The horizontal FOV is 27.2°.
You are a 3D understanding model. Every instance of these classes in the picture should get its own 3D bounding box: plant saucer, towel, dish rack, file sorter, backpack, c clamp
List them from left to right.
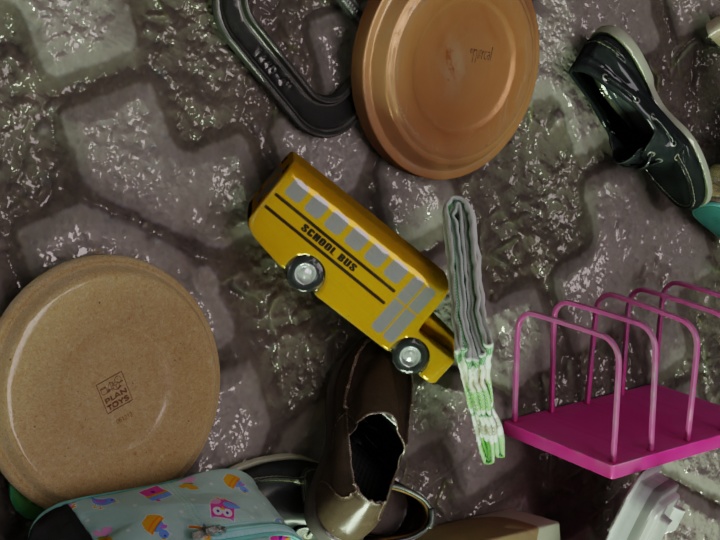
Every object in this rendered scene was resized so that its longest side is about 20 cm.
[{"bbox_3d":[-0.130,0.240,1.061,0.200,0.153,0.176,-16,127,-41],"label":"backpack"},{"bbox_3d":[-0.027,-0.203,1.212,0.200,0.027,0.171,43,73,-31],"label":"c clamp"},{"bbox_3d":[0.080,-0.175,1.258,0.200,0.032,0.201,-14,112,-36],"label":"plant saucer"},{"bbox_3d":[0.096,0.051,1.204,0.200,0.031,0.149,71,14,-57],"label":"towel"},{"bbox_3d":[0.231,0.271,1.324,0.200,0.043,0.172,-64,162,6],"label":"dish rack"},{"bbox_3d":[0.250,0.089,1.338,0.200,0.139,0.126,-9,107,-35],"label":"file sorter"}]

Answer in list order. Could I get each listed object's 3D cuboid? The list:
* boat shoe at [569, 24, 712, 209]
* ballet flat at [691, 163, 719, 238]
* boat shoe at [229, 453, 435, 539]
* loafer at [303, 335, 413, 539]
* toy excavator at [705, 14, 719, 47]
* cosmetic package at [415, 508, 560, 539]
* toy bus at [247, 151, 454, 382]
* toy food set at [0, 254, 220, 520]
[{"bbox_3d":[0.257,-0.128,1.388,0.066,0.074,0.200,-42,114,-25],"label":"boat shoe"},{"bbox_3d":[0.402,-0.036,1.505,0.200,0.071,0.071,41,69,-30],"label":"ballet flat"},{"bbox_3d":[-0.031,0.190,1.195,0.200,0.068,0.072,9,91,-34],"label":"boat shoe"},{"bbox_3d":[0.014,0.129,1.183,0.073,0.071,0.200,30,46,-21],"label":"loafer"},{"bbox_3d":[0.415,-0.142,1.454,0.200,0.100,0.195,46,29,-30],"label":"toy excavator"},{"bbox_3d":[0.077,0.275,1.273,0.200,0.071,0.105,-8,97,-36],"label":"cosmetic package"},{"bbox_3d":[0.000,0.000,1.174,0.200,0.065,0.078,38,98,-12],"label":"toy bus"},{"bbox_3d":[-0.190,0.089,1.087,0.200,0.049,0.198,-46,117,-26],"label":"toy food set"}]
